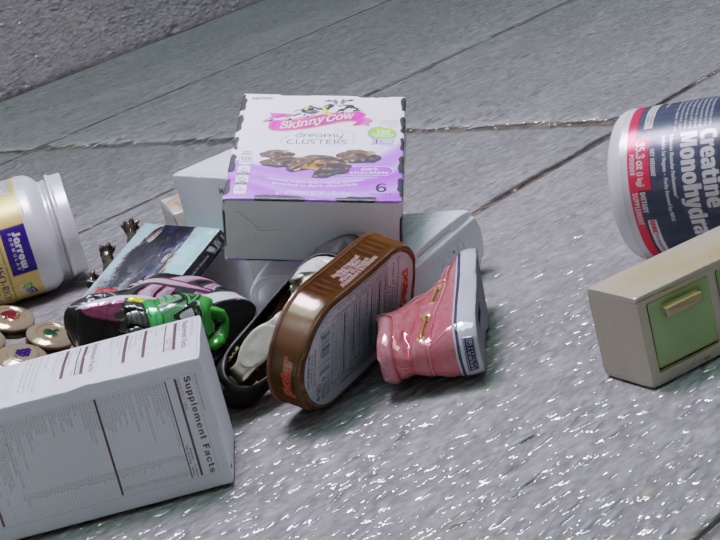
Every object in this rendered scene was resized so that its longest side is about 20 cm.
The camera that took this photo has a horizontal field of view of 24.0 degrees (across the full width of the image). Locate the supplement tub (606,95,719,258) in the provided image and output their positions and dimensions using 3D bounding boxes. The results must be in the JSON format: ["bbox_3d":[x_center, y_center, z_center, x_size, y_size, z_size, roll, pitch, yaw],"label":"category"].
[{"bbox_3d":[0.335,-0.089,1.531,0.198,0.142,0.140,-7,18,27],"label":"supplement tub"}]

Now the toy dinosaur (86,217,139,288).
[{"bbox_3d":[-0.249,0.010,1.837,0.199,0.077,0.102,-28,42,-8],"label":"toy dinosaur"}]

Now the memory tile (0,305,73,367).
[{"bbox_3d":[-0.296,0.091,1.584,0.198,0.017,0.153,20,28,17],"label":"memory tile"}]

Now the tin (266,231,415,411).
[{"bbox_3d":[-0.012,0.044,1.452,0.042,0.113,0.200,22,37,23],"label":"tin"}]

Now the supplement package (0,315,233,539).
[{"bbox_3d":[-0.210,0.127,1.360,0.198,0.115,0.110,-14,17,-1],"label":"supplement package"}]

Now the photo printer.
[{"bbox_3d":[0.000,0.000,1.663,0.198,0.070,0.166,-3,21,32],"label":"photo printer"}]

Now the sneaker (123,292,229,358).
[{"bbox_3d":[-0.155,0.069,1.497,0.084,0.079,0.200,-8,-12,-2],"label":"sneaker"}]

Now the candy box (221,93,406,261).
[{"bbox_3d":[-0.040,-0.091,1.620,0.166,0.072,0.201,1,34,2],"label":"candy box"}]

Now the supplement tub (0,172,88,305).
[{"bbox_3d":[-0.439,-0.029,2.027,0.198,0.147,0.145,-18,16,-9],"label":"supplement tub"}]

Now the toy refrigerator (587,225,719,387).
[{"bbox_3d":[0.283,0.017,1.344,0.199,0.077,0.070,-22,18,-25],"label":"toy refrigerator"}]

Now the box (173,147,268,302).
[{"bbox_3d":[-0.076,-0.065,1.801,0.199,0.154,0.106,-26,20,-34],"label":"box"}]

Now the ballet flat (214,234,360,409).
[{"bbox_3d":[-0.055,0.042,1.485,0.200,0.068,0.068,-49,-8,-14],"label":"ballet flat"}]

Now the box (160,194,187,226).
[{"bbox_3d":[-0.127,-0.070,1.997,0.198,0.078,0.095,-19,17,-14],"label":"box"}]

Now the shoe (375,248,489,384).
[{"bbox_3d":[0.063,0.039,1.480,0.090,0.072,0.200,-9,20,9],"label":"shoe"}]

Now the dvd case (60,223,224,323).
[{"bbox_3d":[-0.236,0.031,1.729,0.145,0.022,0.201,6,52,50],"label":"dvd case"}]

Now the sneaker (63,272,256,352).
[{"bbox_3d":[-0.203,0.043,1.616,0.199,0.081,0.086,2,26,-44],"label":"sneaker"}]
